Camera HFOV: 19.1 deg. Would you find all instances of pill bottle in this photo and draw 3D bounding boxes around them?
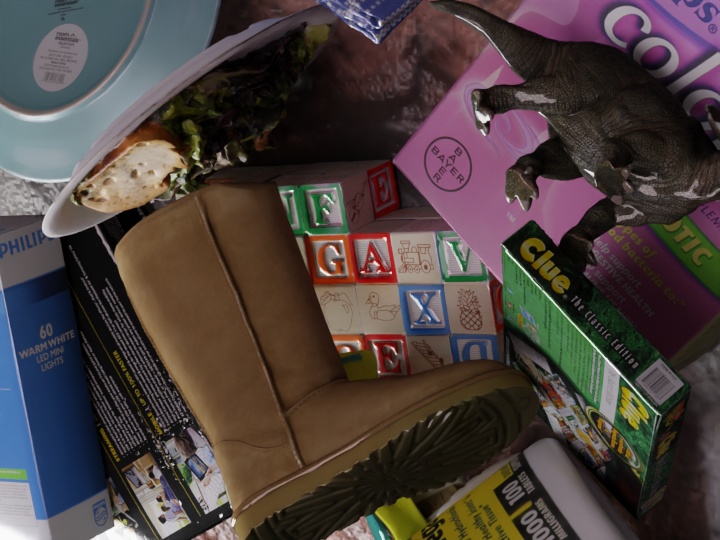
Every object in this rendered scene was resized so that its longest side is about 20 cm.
[{"bbox_3d":[0.053,0.187,1.102,0.200,0.112,0.113,-38,81,4],"label":"pill bottle"}]

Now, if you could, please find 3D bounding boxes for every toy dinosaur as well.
[{"bbox_3d":[0.112,-0.063,0.970,0.200,0.102,0.077,33,134,32],"label":"toy dinosaur"}]

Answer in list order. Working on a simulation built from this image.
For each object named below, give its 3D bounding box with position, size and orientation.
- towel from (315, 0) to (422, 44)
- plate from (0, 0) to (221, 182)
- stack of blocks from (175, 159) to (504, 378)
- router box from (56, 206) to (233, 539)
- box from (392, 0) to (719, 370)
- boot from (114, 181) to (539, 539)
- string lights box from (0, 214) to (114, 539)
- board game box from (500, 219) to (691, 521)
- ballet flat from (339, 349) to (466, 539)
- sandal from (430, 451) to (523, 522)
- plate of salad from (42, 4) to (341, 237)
[{"bbox_3d":[-0.023,-0.206,1.109,0.200,0.145,0.024,33,151,21],"label":"towel"},{"bbox_3d":[-0.165,-0.149,1.227,0.200,0.026,0.201,-11,68,31],"label":"plate"},{"bbox_3d":[0.000,0.000,1.199,0.200,0.059,0.115,0,105,34],"label":"stack of blocks"},{"bbox_3d":[-0.147,0.075,1.327,0.149,0.051,0.200,-32,85,39],"label":"router box"},{"bbox_3d":[0.148,-0.065,1.054,0.176,0.097,0.200,49,125,12],"label":"box"},{"bbox_3d":[-0.023,0.029,1.103,0.175,0.066,0.200,-25,56,1],"label":"boot"},{"bbox_3d":[-0.222,0.069,1.309,0.103,0.059,0.200,1,106,37],"label":"string lights box"},{"bbox_3d":[0.107,0.052,1.007,0.105,0.023,0.200,50,171,17],"label":"board game box"},{"bbox_3d":[0.020,0.115,1.192,0.200,0.067,0.067,60,180,-40],"label":"ballet flat"},{"bbox_3d":[0.050,0.188,1.186,0.203,0.082,0.050,-51,51,11],"label":"sandal"},{"bbox_3d":[-0.083,-0.072,1.145,0.048,0.200,0.200,52,126,5],"label":"plate of salad"}]
